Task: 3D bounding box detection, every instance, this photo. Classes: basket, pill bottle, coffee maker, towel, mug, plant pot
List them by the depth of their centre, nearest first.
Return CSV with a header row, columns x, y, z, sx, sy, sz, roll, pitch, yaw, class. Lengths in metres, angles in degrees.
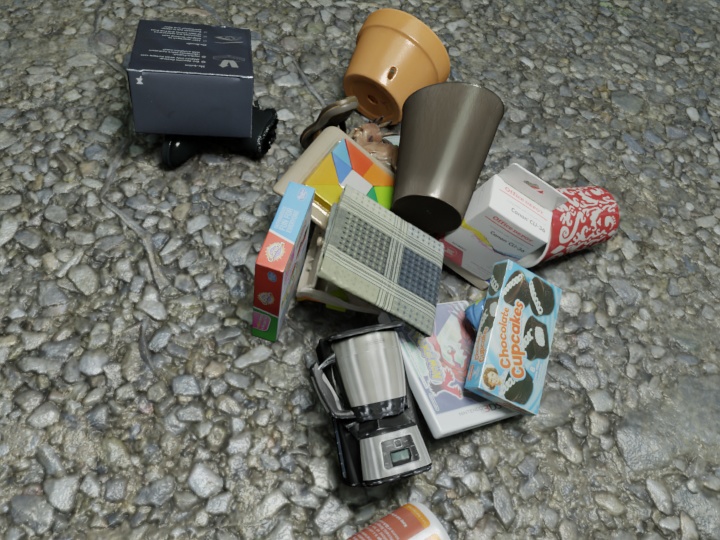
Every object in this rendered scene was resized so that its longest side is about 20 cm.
x,y,z,sx,sy,sz,roll,pitch,yaw,class
0.012,0.376,0.755,0.199,0.113,0.113,-21,63,-23,pill bottle
0.019,0.184,0.865,0.133,0.192,0.202,-13,80,5,coffee maker
0.032,-0.015,0.915,0.199,0.035,0.194,31,46,-17,towel
0.125,-0.174,0.995,0.179,0.136,0.201,-2,61,38,basket
0.345,-0.106,1.113,0.199,0.133,0.179,-10,70,-30,mug
0.056,-0.385,1.229,0.199,0.200,0.141,31,72,10,plant pot

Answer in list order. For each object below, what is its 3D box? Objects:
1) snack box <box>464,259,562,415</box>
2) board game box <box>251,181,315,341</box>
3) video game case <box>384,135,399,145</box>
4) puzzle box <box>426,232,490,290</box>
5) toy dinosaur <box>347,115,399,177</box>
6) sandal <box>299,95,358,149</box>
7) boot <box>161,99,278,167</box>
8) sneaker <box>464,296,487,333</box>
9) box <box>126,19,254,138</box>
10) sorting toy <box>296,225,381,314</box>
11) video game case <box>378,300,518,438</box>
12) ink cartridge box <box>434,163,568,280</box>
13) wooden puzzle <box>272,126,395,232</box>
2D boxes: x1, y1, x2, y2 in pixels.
x,y,z,sx,sy,sz,roll,pitch,yaw,class
0.229,0.099,0.926,0.116,0.037,0.201,26,68,-22,snack box
-0.116,-0.009,0.929,0.040,0.201,0.154,17,55,0,board game box
0.084,-0.185,1.193,0.198,0.023,0.183,-8,59,-17,video game case
0.161,-0.072,1.096,0.199,0.025,0.134,34,56,-11,puzzle box
0.048,-0.207,1.142,0.199,0.086,0.136,36,51,7,toy dinosaur
-0.050,-0.248,1.114,0.081,0.200,0.055,-29,92,-28,sandal
-0.247,-0.244,1.135,0.161,0.074,0.199,17,50,3,boot
0.243,0.075,1.011,0.199,0.071,0.083,-11,78,-44,sneaker
-0.286,-0.333,1.081,0.195,0.118,0.201,0,42,-12,box
0.000,0.000,1.015,0.179,0.107,0.201,18,55,-7,sorting toy
0.140,0.140,0.948,0.181,0.023,0.201,-4,56,-36,video game case
0.217,-0.071,0.987,0.116,0.200,0.068,28,56,-14,ink cartridge box
-0.014,-0.130,1.001,0.199,0.037,0.185,35,54,-2,wooden puzzle
